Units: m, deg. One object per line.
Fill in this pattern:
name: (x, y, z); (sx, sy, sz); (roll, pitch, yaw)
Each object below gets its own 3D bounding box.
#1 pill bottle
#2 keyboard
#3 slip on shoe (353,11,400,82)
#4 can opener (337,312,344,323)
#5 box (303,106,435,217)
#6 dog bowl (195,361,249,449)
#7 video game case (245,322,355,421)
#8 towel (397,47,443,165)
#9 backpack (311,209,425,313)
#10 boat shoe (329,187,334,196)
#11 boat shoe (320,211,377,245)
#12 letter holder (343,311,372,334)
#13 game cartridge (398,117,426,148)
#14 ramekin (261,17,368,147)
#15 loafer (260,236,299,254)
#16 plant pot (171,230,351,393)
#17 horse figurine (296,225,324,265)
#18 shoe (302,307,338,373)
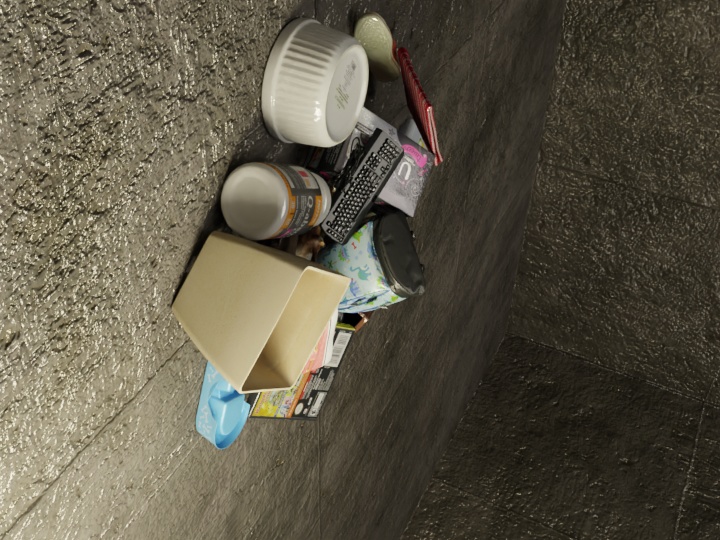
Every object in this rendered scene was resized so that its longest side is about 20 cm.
pill bottle: (-0.127, -0.111, 1.343); (0.200, 0.115, 0.118); (-14, 120, -67)
keyboard: (-0.001, -0.143, 1.439); (0.104, 0.040, 0.201); (33, 89, -35)
slip on shoe: (0.032, -0.428, 1.589); (0.200, 0.073, 0.062); (48, 40, -67)
can opener: (-0.099, 0.146, 1.613); (0.202, 0.078, 0.063); (-66, 169, 6)
box: (0.019, -0.197, 1.536); (0.199, 0.114, 0.134); (28, 79, -36)
dog bowl: (-0.228, 0.202, 1.444); (0.111, 0.049, 0.203); (-18, 124, -67)
video game case: (-0.111, 0.183, 1.563); (0.180, 0.025, 0.202); (13, 104, -48)
towel: (0.113, -0.314, 1.599); (0.146, 0.022, 0.201); (73, -1, -48)
backpack: (0.000, 0.000, 1.541); (0.152, 0.199, 0.165); (-8, 79, -38)
boat shoe: (-0.027, -0.188, 1.622); (0.072, 0.067, 0.203); (-39, 142, -57)
boat shoe: (0.006, -0.071, 1.714); (0.199, 0.066, 0.072); (-11, 142, -39)
letter holder: (-0.046, 0.051, 1.732); (0.101, 0.142, 0.200); (-44, -176, 20)
game cartridge: (0.103, -0.217, 1.785); (0.135, 0.040, 0.200); (-65, 158, -9)
ramekin: (-0.066, -0.296, 1.363); (0.201, 0.104, 0.202); (-53, 153, -42)
loafer: (-0.138, -0.026, 1.456); (0.201, 0.070, 0.073); (-61, 158, -29)
plant pot: (-0.160, 0.047, 1.271); (0.202, 0.176, 0.199); (-60, 162, 4)
horse figurine: (-0.106, -0.013, 1.514); (0.201, 0.049, 0.133); (-57, -157, 17)
shoe: (-0.096, 0.101, 1.450); (0.090, 0.071, 0.202); (-28, 138, -35)
